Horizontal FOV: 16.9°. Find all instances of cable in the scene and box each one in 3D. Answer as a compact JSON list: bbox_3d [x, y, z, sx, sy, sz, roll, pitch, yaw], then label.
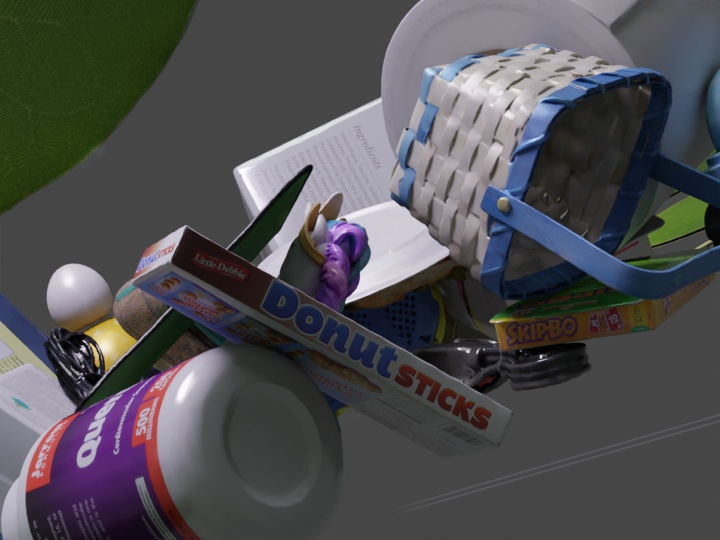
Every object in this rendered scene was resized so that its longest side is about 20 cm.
[{"bbox_3d":[0.086,0.067,1.463,0.097,0.051,0.199,-11,5,-34],"label":"cable"}]

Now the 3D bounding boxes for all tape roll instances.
[{"bbox_3d":[0.131,-0.119,1.570,0.202,0.204,0.139,-25,11,41],"label":"tape roll"}]

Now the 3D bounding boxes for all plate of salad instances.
[{"bbox_3d":[0.000,0.000,1.654,0.199,0.048,0.200,-21,15,6],"label":"plate of salad"}]

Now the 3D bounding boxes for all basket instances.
[{"bbox_3d":[0.134,-0.048,1.400,0.199,0.140,0.176,27,24,33],"label":"basket"}]

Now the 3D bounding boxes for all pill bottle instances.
[{"bbox_3d":[-0.107,0.116,1.280,0.199,0.113,0.112,-25,2,46],"label":"pill bottle"}]

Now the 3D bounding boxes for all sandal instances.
[{"bbox_3d":[-0.021,0.065,1.736,0.200,0.080,0.087,-41,-29,29],"label":"sandal"}]

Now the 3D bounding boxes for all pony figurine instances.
[{"bbox_3d":[-0.051,0.061,1.435,0.200,0.166,0.193,-51,29,9],"label":"pony figurine"}]

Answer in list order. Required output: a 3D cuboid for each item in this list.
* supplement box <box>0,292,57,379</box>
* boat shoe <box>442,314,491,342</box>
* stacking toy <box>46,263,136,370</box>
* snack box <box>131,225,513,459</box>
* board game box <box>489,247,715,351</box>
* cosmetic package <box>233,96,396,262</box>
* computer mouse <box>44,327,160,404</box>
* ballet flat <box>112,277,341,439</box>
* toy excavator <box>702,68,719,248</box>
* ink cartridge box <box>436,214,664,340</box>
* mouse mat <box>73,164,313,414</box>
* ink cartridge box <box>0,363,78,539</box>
[{"bbox_3d":[-0.319,0.146,1.753,0.199,0.134,0.201,-27,-37,-34],"label":"supplement box"},{"bbox_3d":[0.086,0.018,1.834,0.068,0.075,0.200,1,17,30],"label":"boat shoe"},{"bbox_3d":[-0.175,0.085,1.817,0.145,0.201,0.146,-26,2,1],"label":"stacking toy"},{"bbox_3d":[-0.020,0.040,1.251,0.024,0.199,0.072,-65,16,-17],"label":"snack box"},{"bbox_3d":[0.148,0.017,1.454,0.095,0.030,0.200,-9,3,20],"label":"board game box"},{"bbox_3d":[0.025,-0.027,1.987,0.199,0.167,0.168,-26,-23,-4],"label":"cosmetic package"},{"bbox_3d":[-0.120,0.104,1.655,0.199,0.053,0.138,15,16,-30],"label":"computer mouse"},{"bbox_3d":[-0.090,0.064,1.578,0.067,0.200,0.068,-22,38,26],"label":"ballet flat"},{"bbox_3d":[0.275,-0.131,1.523,0.194,0.201,0.100,-28,3,-36],"label":"toy excavator"},{"bbox_3d":[0.126,-0.005,1.674,0.116,0.068,0.200,-27,22,-16],"label":"ink cartridge box"},{"bbox_3d":[-0.104,0.025,1.421,0.200,0.008,0.161,-46,-3,-17],"label":"mouse mat"},{"bbox_3d":[-0.195,0.132,1.594,0.077,0.136,0.200,-58,-2,7],"label":"ink cartridge box"}]
